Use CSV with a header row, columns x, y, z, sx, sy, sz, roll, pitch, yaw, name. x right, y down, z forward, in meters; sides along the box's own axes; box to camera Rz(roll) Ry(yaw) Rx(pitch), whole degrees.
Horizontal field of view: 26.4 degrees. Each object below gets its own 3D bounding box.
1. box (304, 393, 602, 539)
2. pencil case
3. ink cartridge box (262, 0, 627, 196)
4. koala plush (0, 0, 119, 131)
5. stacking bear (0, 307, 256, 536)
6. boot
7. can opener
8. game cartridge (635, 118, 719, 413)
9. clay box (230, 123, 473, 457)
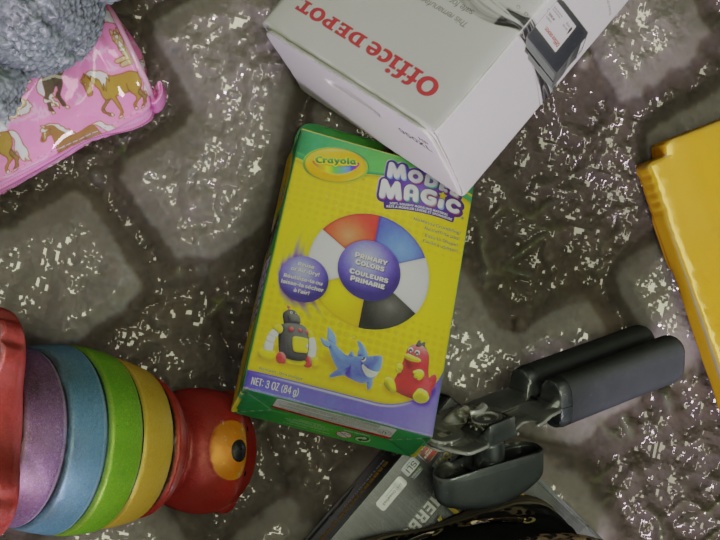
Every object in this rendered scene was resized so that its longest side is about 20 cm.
x,y,z,sx,sy,sz,roll,pitch,yaw,name
0.042,0.203,0.962,0.158,0.048,0.200,44,81,-9,box
-0.214,-0.085,0.888,0.199,0.083,0.087,-31,120,-13,pencil case
0.062,-0.168,0.920,0.144,0.084,0.200,35,80,29,ink cartridge box
-0.213,-0.178,0.814,0.177,0.184,0.200,-40,80,-9,koala plush
-0.144,0.098,0.871,0.199,0.113,0.122,11,73,-41,stacking bear
0.049,0.189,0.860,0.199,0.151,0.074,-18,93,-14,boot
0.120,0.091,0.955,0.199,0.053,0.067,-16,112,-33,can opener
0.293,-0.015,1.036,0.175,0.032,0.201,-20,92,-13,game cartridge
0.000,0.000,0.918,0.114,0.048,0.201,14,65,-8,clay box
